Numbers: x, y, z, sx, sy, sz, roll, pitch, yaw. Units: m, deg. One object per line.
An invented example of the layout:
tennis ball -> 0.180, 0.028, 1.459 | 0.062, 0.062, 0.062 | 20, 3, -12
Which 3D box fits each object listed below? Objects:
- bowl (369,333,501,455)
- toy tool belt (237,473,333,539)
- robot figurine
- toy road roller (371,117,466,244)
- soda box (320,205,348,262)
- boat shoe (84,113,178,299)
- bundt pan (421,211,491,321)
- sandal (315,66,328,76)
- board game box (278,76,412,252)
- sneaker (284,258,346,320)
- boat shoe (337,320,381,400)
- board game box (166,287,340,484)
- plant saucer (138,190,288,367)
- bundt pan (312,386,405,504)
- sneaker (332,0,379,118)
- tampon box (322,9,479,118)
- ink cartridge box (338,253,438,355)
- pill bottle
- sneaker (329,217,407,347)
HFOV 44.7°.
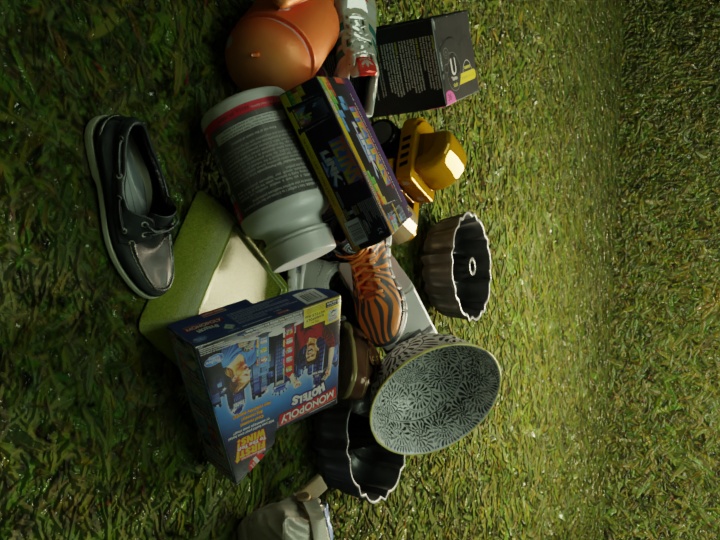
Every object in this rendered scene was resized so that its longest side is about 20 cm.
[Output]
bowl -> 0.091, 0.157, 1.245 | 0.201, 0.201, 0.094 | 61, -2, -40
toy tool belt -> -0.069, 0.370, 1.103 | 0.123, 0.125, 0.200 | -22, 108, -52
robot figurine -> -0.099, -0.292, 1.109 | 0.117, 0.144, 0.200 | 48, 44, -24
toy road roller -> 0.087, -0.150, 1.410 | 0.123, 0.146, 0.200 | 38, 55, -54
soda box -> -0.032, -0.111, 1.271 | 0.071, 0.063, 0.200 | 50, 45, -48
boat shoe -> -0.223, -0.065, 0.908 | 0.074, 0.066, 0.200 | -28, 112, -57
bundt pan -> 0.172, -0.005, 1.613 | 0.202, 0.076, 0.202 | 12, 77, -61
sandal -> -0.083, -0.209, 1.164 | 0.050, 0.082, 0.203 | 87, 2, -57
board game box -> -0.011, -0.134, 1.065 | 0.200, 0.057, 0.165 | 64, 17, -6
sneaker -> -0.058, 0.077, 1.163 | 0.075, 0.082, 0.200 | 153, -64, -82
boat shoe -> -0.003, 0.121, 1.179 | 0.200, 0.067, 0.072 | -107, -141, -75
board game box -> -0.118, 0.133, 1.006 | 0.200, 0.062, 0.200 | -18, 123, -39
plant saucer -> -0.156, 0.038, 1.045 | 0.200, 0.048, 0.200 | 55, 41, -45
bundt pan -> -0.004, 0.236, 1.280 | 0.202, 0.076, 0.202 | 12, 76, -61
sneaker -> 0.000, -0.299, 1.181 | 0.070, 0.093, 0.200 | -6, 112, -21
tampon box -> 0.055, -0.303, 1.306 | 0.150, 0.200, 0.127 | -37, 120, -56
ink cartridge box -> 0.053, 0.071, 1.326 | 0.200, 0.083, 0.145 | 60, -2, -39
pill bottle -> -0.103, -0.105, 1.031 | 0.111, 0.111, 0.200 | -13, 79, -61
sneaker -> 0.000, 0.000, 1.163 | 0.112, 0.077, 0.200 | 35, 39, -58
